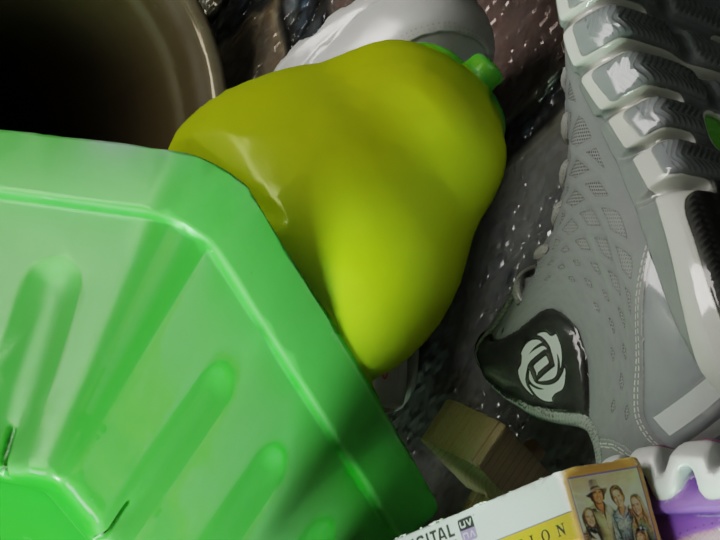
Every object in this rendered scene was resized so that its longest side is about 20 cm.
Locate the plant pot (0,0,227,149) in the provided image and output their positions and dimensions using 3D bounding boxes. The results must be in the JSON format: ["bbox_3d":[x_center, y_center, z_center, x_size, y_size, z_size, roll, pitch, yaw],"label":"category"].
[{"bbox_3d":[-0.171,-0.046,1.088,0.174,0.200,0.200,141,141,-66],"label":"plant pot"}]

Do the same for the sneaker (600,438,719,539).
[{"bbox_3d":[0.120,0.085,0.645,0.200,0.080,0.089,-15,68,52],"label":"sneaker"}]

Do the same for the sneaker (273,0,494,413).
[{"bbox_3d":[0.000,0.000,0.892,0.200,0.078,0.099,-64,37,25],"label":"sneaker"}]

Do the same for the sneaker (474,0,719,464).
[{"bbox_3d":[0.067,-0.023,0.791,0.115,0.075,0.200,-45,39,37],"label":"sneaker"}]

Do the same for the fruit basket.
[{"bbox_3d":[-0.049,0.009,0.791,0.155,0.216,0.216,8,77,26],"label":"fruit basket"}]

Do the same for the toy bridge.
[{"bbox_3d":[-0.002,0.132,0.789,0.027,0.067,0.200,23,72,44],"label":"toy bridge"}]

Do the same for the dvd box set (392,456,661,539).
[{"bbox_3d":[0.044,0.162,0.680,0.146,0.029,0.200,-28,72,50],"label":"dvd box set"}]
